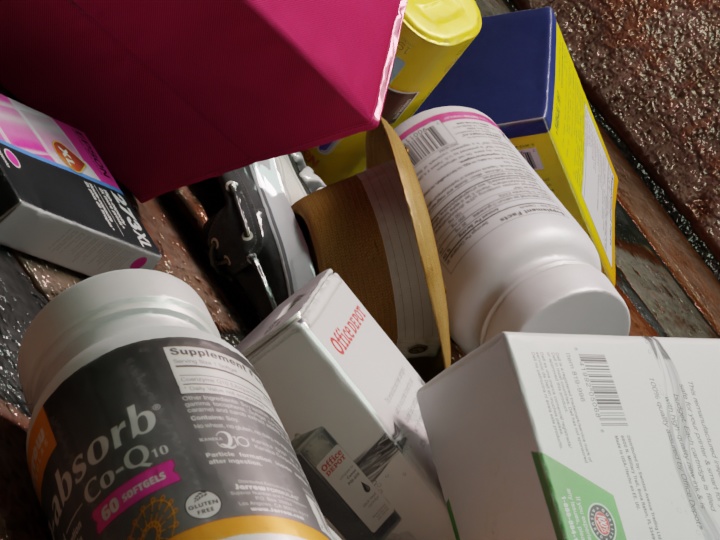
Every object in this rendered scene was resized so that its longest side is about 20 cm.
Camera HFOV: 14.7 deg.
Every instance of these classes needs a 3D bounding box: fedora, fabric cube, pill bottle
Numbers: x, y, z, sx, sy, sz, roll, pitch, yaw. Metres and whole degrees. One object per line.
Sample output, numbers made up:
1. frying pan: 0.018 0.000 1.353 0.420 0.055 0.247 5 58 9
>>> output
1. fedora: 0.000 0.000 1.765 0.201 0.081 0.202 168 -90 -83
2. fabric cube: -0.105 -0.191 1.647 0.199 0.199 0.197 40 47 -38
3. pill bottle: 0.089 -0.010 1.856 0.113 0.113 0.200 37 13 -47
4. pill bottle: -0.083 0.098 1.232 0.116 0.116 0.200 38 17 -43

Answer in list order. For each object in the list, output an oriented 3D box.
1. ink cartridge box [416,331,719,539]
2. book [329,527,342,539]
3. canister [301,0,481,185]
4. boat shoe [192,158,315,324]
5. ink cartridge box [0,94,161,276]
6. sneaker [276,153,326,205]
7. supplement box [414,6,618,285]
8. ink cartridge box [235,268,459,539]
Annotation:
1. ink cartridge box: 0.144 0.116 1.536 0.199 0.083 0.147 4 62 -41
2. book: -0.001 0.199 1.394 0.200 0.048 0.134 49 15 -3
3. canister: -0.020 -0.148 1.922 0.086 0.200 0.149 -25 72 -46
4. boat shoe: -0.073 -0.025 1.749 0.069 0.056 0.201 110 -34 -60
5. ink cartridge box: -0.167 -0.043 1.531 0.095 0.037 0.200 56 12 23
6. sneaker: -0.083 -0.083 1.866 0.081 0.075 0.200 16 35 -54
7. supplement box: 0.111 -0.079 2.035 0.200 0.109 0.109 63 25 -47
8. ink cartridge box: 0.006 0.110 1.576 0.200 0.085 0.146 53 12 -4
